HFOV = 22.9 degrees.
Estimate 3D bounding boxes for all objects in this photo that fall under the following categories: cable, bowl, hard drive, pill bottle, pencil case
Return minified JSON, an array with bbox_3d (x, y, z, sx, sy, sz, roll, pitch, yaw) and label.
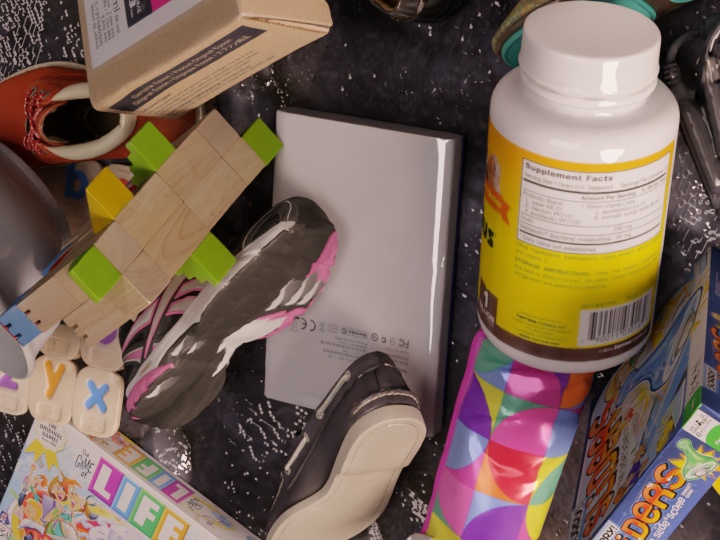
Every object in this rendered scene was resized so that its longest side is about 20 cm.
[{"bbox_3d":[0.272,-0.070,1.018,0.162,0.051,0.202,-21,96,23],"label":"cable"},{"bbox_3d":[-0.266,-0.029,1.241,0.201,0.090,0.202,38,156,20],"label":"bowl"},{"bbox_3d":[0.000,0.000,1.189,0.131,0.025,0.202,12,108,26],"label":"hard drive"},{"bbox_3d":[0.126,-0.049,1.036,0.108,0.109,0.202,17,125,23],"label":"pill bottle"},{"bbox_3d":[0.087,0.125,1.139,0.088,0.088,0.202,25,111,21],"label":"pencil case"}]

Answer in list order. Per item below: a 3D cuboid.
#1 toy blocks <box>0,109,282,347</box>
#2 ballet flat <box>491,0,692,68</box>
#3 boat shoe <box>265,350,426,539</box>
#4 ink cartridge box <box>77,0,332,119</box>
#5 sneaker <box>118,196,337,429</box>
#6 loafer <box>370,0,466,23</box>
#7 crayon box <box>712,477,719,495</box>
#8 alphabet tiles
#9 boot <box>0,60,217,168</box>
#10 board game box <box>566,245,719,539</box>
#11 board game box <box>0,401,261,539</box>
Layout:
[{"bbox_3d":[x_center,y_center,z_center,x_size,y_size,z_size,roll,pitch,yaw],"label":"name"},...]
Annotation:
[{"bbox_3d":[-0.150,-0.017,1.153,0.100,0.200,0.136,47,136,-11],"label":"toy blocks"},{"bbox_3d":[0.165,-0.179,1.038,0.199,0.071,0.071,-21,93,30],"label":"ballet flat"},{"bbox_3d":[-0.015,0.127,1.202,0.200,0.072,0.063,-56,42,47],"label":"boat shoe"},{"bbox_3d":[-0.109,-0.217,1.113,0.164,0.075,0.202,-24,71,46],"label":"ink cartridge box"},{"bbox_3d":[-0.104,0.013,1.195,0.200,0.080,0.087,-43,55,22],"label":"sneaker"},{"bbox_3d":[-0.003,-0.243,1.102,0.073,0.072,0.201,-38,83,31],"label":"loafer"},{"bbox_3d":[0.312,0.126,1.018,0.172,0.058,0.201,-34,95,32],"label":"crayon box"},{"bbox_3d":[-0.213,0.015,1.301,0.198,0.015,0.198,10,97,26],"label":"alphabet tiles"},{"bbox_3d":[-0.209,-0.107,1.227,0.198,0.107,0.076,-2,98,30],"label":"boot"},{"bbox_3d":[0.173,0.084,1.017,0.034,0.200,0.136,31,117,-3],"label":"board game box"},{"bbox_3d":[-0.178,0.203,1.332,0.199,0.034,0.135,34,116,17],"label":"board game box"}]
